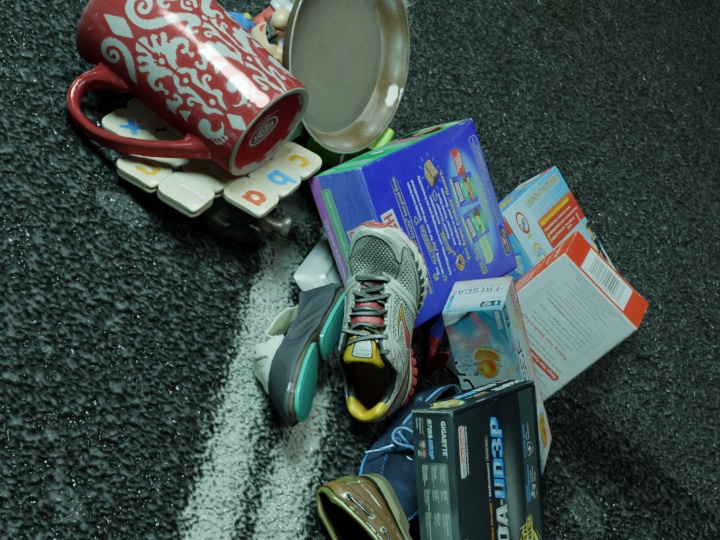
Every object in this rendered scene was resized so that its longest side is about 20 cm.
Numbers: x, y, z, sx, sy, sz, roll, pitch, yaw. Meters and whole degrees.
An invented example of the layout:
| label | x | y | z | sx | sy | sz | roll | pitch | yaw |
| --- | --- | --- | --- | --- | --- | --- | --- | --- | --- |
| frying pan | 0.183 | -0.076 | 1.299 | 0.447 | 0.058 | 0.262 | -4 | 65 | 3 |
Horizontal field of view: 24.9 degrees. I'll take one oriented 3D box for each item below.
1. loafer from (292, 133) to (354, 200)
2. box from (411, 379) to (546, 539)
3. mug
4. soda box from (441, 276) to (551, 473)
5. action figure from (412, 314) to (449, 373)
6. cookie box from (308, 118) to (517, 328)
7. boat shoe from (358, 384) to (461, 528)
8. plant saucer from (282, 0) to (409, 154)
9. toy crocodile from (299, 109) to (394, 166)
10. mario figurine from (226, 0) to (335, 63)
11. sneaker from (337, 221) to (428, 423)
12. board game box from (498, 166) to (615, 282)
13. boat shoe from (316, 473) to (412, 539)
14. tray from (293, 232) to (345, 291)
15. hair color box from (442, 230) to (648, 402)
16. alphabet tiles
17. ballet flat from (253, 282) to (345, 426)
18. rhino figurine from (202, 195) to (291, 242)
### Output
| label | x | y | z | sx | sy | sz | roll | pitch | yaw |
| --- | --- | --- | --- | --- | --- | --- | --- | --- | --- |
| loafer | -0.032 | -0.149 | 1.790 | 0.073 | 0.071 | 0.200 | 28 | 38 | -29 |
| box | 0.113 | 0.211 | 1.510 | 0.159 | 0.046 | 0.201 | -10 | 98 | -55 |
| mug | -0.168 | -0.177 | 1.565 | 0.200 | 0.178 | 0.133 | 41 | 15 | 14 |
| soda box | 0.139 | 0.109 | 1.639 | 0.068 | 0.063 | 0.201 | -62 | 140 | -57 |
| action figure | 0.083 | 0.026 | 1.770 | 0.065 | 0.052 | 0.200 | 33 | 32 | -14 |
| cookie box | 0.057 | -0.047 | 1.668 | 0.200 | 0.075 | 0.172 | -27 | 101 | -48 |
| boat shoe | 0.050 | 0.168 | 1.552 | 0.084 | 0.069 | 0.200 | 39 | 33 | -15 |
| plant saucer | -0.019 | -0.219 | 1.651 | 0.200 | 0.032 | 0.201 | -19 | 113 | -51 |
| toy crocodile | -0.060 | -0.168 | 1.733 | 0.199 | 0.062 | 0.068 | 24 | 58 | 15 |
| mario figurine | -0.121 | -0.252 | 1.684 | 0.199 | 0.124 | 0.106 | 12 | -7 | 9 |
| sneaker | 0.019 | 0.052 | 1.540 | 0.082 | 0.078 | 0.201 | -43 | 133 | -64 |
| board game box | 0.227 | -0.002 | 1.926 | 0.196 | 0.056 | 0.200 | 59 | 31 | -4 |
| boat shoe | 0.023 | 0.269 | 1.420 | 0.068 | 0.072 | 0.200 | 0 | 46 | -46 |
| tray | 0.000 | 0.000 | 1.701 | 0.107 | 0.022 | 0.200 | 52 | 31 | -11 |
| hair color box | 0.190 | 0.064 | 1.709 | 0.111 | 0.200 | 0.064 | 45 | 33 | -4 |
| alphabet tiles | -0.145 | -0.122 | 1.598 | 0.195 | 0.015 | 0.200 | 29 | 41 | 16 |
| ballet flat | -0.062 | 0.077 | 1.525 | 0.073 | 0.073 | 0.200 | 41 | 34 | -11 |
| rhino figurine | -0.121 | -0.104 | 1.644 | 0.087 | 0.060 | 0.200 | 12 | 42 | -18 |
